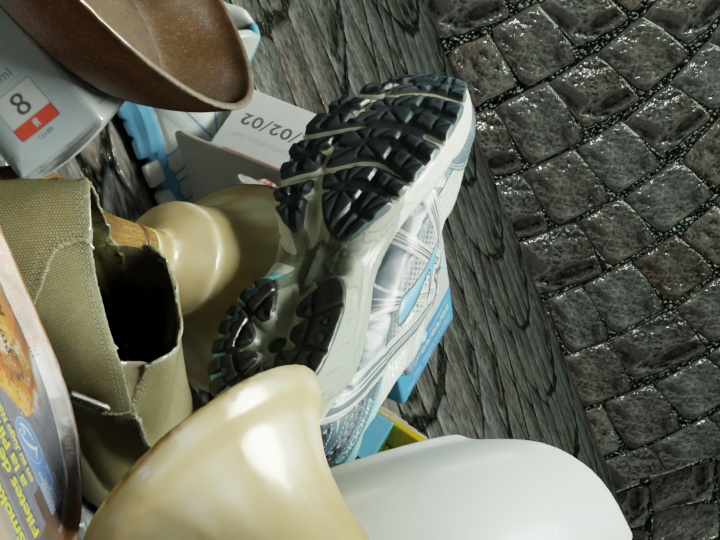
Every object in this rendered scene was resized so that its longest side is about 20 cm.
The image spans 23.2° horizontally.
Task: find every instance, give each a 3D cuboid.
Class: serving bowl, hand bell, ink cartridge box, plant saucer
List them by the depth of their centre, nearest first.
[{"bbox_3d":[0.007,0.140,0.596,0.200,0.104,0.104,47,2,18],"label":"hand bell"},{"bbox_3d":[-0.119,-0.135,0.694,0.200,0.037,0.200,48,16,-19],"label":"plant saucer"},{"bbox_3d":[-0.169,-0.141,0.719,0.200,0.050,0.162,48,15,-12],"label":"ink cartridge box"},{"bbox_3d":[0.012,0.114,0.752,0.200,0.200,0.066,28,45,-76],"label":"serving bowl"},{"bbox_3d":[-0.102,-0.013,0.760,0.200,0.104,0.104,27,45,-60],"label":"hand bell"},{"bbox_3d":[-0.020,-0.021,0.939,0.068,0.115,0.200,-58,158,-25],"label":"ink cartridge box"}]

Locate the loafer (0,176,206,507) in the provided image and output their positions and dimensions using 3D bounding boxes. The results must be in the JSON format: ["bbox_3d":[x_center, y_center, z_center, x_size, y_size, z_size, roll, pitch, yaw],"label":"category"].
[{"bbox_3d":[-0.096,0.035,0.689,0.200,0.067,0.076,56,21,-51],"label":"loafer"}]

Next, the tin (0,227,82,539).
[{"bbox_3d":[-0.145,0.008,0.558,0.112,0.042,0.200,-84,154,-74],"label":"tin"}]

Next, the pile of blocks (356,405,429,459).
[{"bbox_3d":[-0.024,0.085,0.906,0.082,0.062,0.200,29,1,-40],"label":"pile of blocks"}]

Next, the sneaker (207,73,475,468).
[{"bbox_3d":[0.000,0.000,0.793,0.200,0.077,0.086,-62,142,-24],"label":"sneaker"}]

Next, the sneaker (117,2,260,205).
[{"bbox_3d":[-0.087,-0.096,0.935,0.200,0.086,0.075,64,10,-45],"label":"sneaker"}]
